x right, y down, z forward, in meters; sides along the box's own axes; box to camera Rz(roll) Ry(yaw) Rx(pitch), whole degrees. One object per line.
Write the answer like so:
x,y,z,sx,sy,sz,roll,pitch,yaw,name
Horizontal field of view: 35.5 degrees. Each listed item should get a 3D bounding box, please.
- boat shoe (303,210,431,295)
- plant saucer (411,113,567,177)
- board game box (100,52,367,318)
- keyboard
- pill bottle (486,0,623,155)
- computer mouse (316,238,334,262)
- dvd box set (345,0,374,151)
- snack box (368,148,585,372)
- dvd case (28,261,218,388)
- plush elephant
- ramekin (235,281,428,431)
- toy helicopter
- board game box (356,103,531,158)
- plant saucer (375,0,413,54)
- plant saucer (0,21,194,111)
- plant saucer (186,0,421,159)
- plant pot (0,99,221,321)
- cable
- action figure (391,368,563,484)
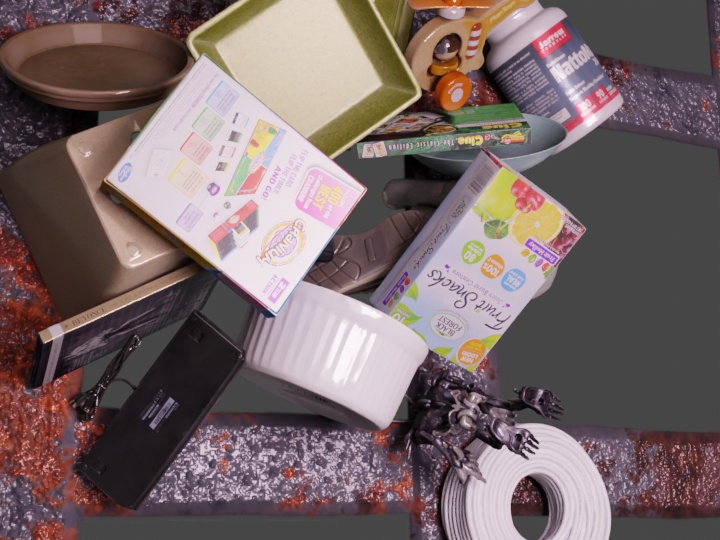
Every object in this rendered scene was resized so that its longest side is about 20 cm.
0.000,0.000,1.239,0.073,0.198,0.075,48,31,-56,boat shoe
0.144,-0.143,1.327,0.199,0.200,0.039,-16,115,-26,plant saucer
-0.116,-0.077,1.045,0.199,0.040,0.154,39,75,-10,board game box
-0.214,0.128,1.130,0.127,0.021,0.201,37,90,16,keyboard
0.228,-0.258,1.413,0.119,0.119,0.201,-38,94,-27,pill bottle
-0.112,-0.082,1.207,0.046,0.140,0.201,-37,103,-25,computer mouse
-0.066,-0.244,1.271,0.144,0.029,0.203,5,103,-17,dvd box set
0.123,-0.007,1.181,0.141,0.053,0.201,30,104,-33,snack box
-0.231,0.049,1.115,0.198,0.149,0.016,-27,79,-27,dvd case
0.138,-0.026,1.301,0.163,0.199,0.157,-6,101,-26,plush elephant
-0.037,0.090,1.170,0.199,0.200,0.099,26,75,-16,ramekin
0.130,-0.293,1.315,0.199,0.133,0.079,-39,51,-7,toy helicopter
0.091,-0.163,1.303,0.197,0.105,0.024,-5,112,-1,board game box
-0.022,-0.318,1.346,0.197,0.048,0.203,19,71,-19,plant saucer
-0.272,-0.212,1.164,0.198,0.200,0.030,-10,126,-26,plant saucer
-0.063,-0.224,1.233,0.199,0.048,0.201,-35,112,-7,plant saucer
-0.225,-0.066,1.131,0.198,0.177,0.202,-25,88,-26,plant pot
0.193,0.277,1.295,0.198,0.069,0.202,-18,86,-27,cable
0.123,0.171,1.230,0.102,0.199,0.119,46,62,-24,action figure
